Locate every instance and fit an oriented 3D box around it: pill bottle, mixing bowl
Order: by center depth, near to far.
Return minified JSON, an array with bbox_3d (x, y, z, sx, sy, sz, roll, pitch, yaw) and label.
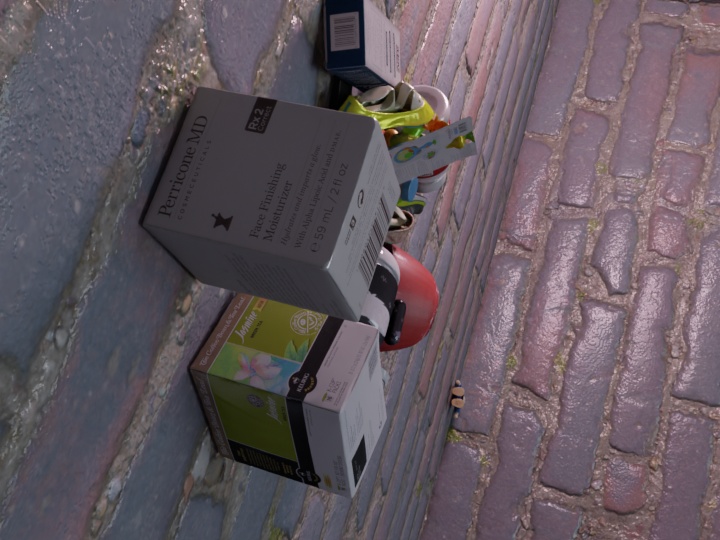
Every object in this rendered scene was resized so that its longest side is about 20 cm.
[{"bbox_3d":[0.068,0.059,1.492,0.200,0.108,0.201,-163,-90,-78],"label":"mixing bowl"},{"bbox_3d":[0.115,-0.239,1.611,0.200,0.112,0.113,78,29,-56],"label":"pill bottle"}]

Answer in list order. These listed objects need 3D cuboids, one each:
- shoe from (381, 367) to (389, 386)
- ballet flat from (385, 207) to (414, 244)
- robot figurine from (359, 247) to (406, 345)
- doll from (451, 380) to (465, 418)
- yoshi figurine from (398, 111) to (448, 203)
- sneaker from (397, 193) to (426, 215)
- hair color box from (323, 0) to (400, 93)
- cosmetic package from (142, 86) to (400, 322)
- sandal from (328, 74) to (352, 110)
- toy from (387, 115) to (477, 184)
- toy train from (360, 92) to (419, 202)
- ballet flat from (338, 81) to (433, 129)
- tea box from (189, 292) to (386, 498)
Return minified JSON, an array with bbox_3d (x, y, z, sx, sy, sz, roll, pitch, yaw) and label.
[{"bbox_3d":[-0.012,0.189,1.417,0.200,0.071,0.091,54,51,-63],"label":"shoe"},{"bbox_3d":[0.018,-0.085,1.380,0.200,0.067,0.068,0,58,-54],"label":"ballet flat"},{"bbox_3d":[-0.011,0.049,1.315,0.150,0.124,0.201,62,36,-46],"label":"robot figurine"},{"bbox_3d":[0.347,0.459,3.053,0.200,0.048,0.137,49,45,-78],"label":"doll"},{"bbox_3d":[0.065,-0.186,1.477,0.200,0.112,0.112,-57,173,1],"label":"yoshi figurine"},{"bbox_3d":[0.069,-0.117,1.647,0.200,0.074,0.081,-3,115,-68],"label":"sneaker"},{"bbox_3d":[0.007,-0.320,1.238,0.200,0.060,0.101,-3,92,-73],"label":"hair color box"},{"bbox_3d":[-0.083,-0.067,0.894,0.165,0.199,0.165,63,42,-67],"label":"cosmetic package"},{"bbox_3d":[-0.025,-0.202,1.277,0.075,0.045,0.201,-35,135,-69],"label":"sandal"},{"bbox_3d":[0.075,-0.182,1.307,0.115,0.199,0.047,60,13,-66],"label":"toy"},{"bbox_3d":[0.044,-0.212,1.377,0.085,0.115,0.201,-29,129,-70],"label":"toy train"},{"bbox_3d":[0.046,-0.242,1.261,0.200,0.067,0.067,-20,142,-41],"label":"ballet flat"},{"bbox_3d":[-0.082,0.156,1.070,0.200,0.196,0.134,86,24,-48],"label":"tea box"}]
